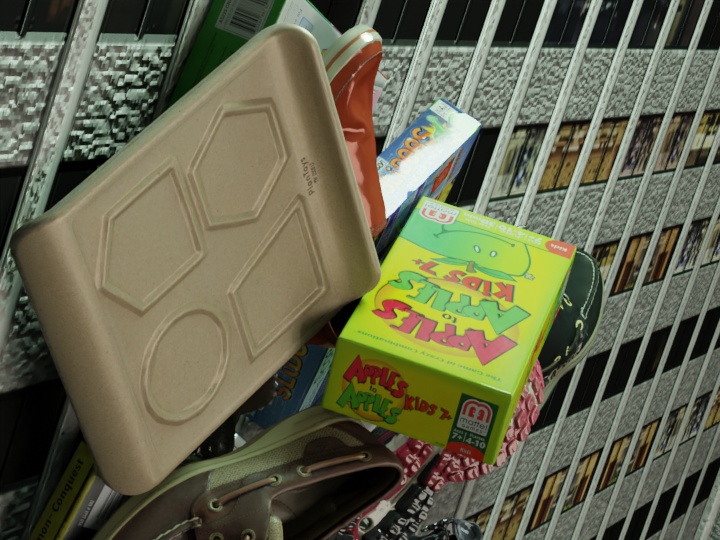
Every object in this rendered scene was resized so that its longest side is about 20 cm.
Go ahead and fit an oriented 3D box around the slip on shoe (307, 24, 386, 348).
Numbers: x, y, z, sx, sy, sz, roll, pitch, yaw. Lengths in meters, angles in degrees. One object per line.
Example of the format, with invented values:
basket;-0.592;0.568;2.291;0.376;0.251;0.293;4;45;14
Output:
slip on shoe;-0.011;-0.044;1.452;0.074;0.061;0.201;-36;143;-55

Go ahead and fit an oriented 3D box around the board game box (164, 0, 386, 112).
board game box;-0.056;-0.071;1.455;0.154;0.040;0.200;-66;162;-4

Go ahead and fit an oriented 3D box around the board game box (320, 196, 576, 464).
board game box;0.055;0.030;1.484;0.200;0.101;0.048;-59;166;-62

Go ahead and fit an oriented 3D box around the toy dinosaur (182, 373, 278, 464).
toy dinosaur;-0.104;0.101;1.462;0.201;0.077;0.102;-66;147;-18

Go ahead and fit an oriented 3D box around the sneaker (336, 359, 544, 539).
sneaker;0.038;0.114;1.761;0.200;0.075;0.081;-39;121;-7

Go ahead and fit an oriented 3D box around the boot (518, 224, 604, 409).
boot;0.148;0.017;2.094;0.204;0.073;0.154;-55;155;-39

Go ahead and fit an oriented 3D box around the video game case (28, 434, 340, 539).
video game case;-0.120;0.194;1.439;0.199;0.025;0.182;23;98;-47

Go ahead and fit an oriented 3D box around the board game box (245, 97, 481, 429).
board game box;0.000;0.000;1.632;0.135;0.034;0.201;-45;165;-49

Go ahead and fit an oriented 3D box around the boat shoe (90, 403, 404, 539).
boat shoe;-0.064;0.143;1.387;0.199;0.072;0.073;-27;129;-26

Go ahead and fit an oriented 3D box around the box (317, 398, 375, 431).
box;0.013;0.069;1.670;0.144;0.036;0.200;-45;-178;12

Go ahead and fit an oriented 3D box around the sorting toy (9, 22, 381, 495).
sorting toy;-0.084;-0.007;1.344;0.200;0.036;0.186;-40;134;-27

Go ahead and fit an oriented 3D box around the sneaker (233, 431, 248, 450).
sneaker;-0.118;0.200;1.534;0.146;0.076;0.203;-48;155;-52

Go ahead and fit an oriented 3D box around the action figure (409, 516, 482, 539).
action figure;0.017;0.217;1.906;0.200;0.101;0.120;170;-84;-67
